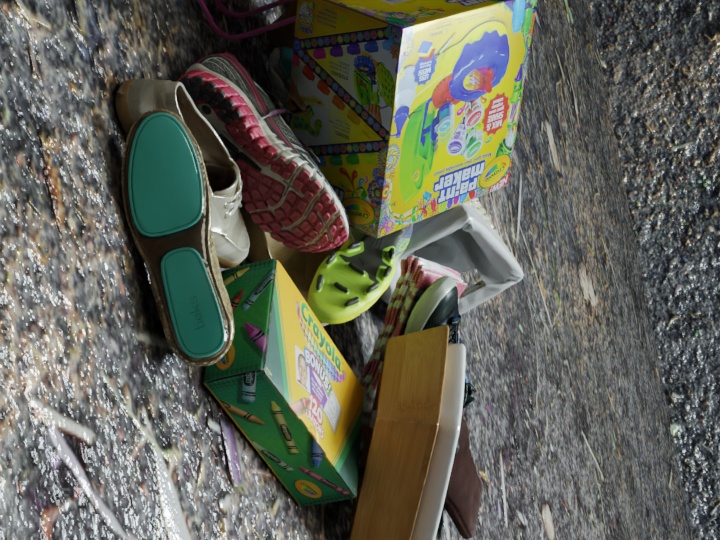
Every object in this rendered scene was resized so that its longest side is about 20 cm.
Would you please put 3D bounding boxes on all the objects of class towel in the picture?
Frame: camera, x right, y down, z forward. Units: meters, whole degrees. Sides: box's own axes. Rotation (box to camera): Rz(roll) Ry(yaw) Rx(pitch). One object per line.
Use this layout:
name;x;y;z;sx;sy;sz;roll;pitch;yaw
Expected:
towel;0.040;0.086;1.611;0.201;0.030;0.146;-67;158;2

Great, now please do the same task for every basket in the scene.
basket;0.070;-0.040;1.715;0.200;0.135;0.124;41;22;-61

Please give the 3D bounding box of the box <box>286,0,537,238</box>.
box;0.043;-0.160;1.451;0.199;0.122;0.194;-24;129;-45

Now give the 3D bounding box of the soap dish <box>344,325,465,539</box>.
soap dish;0.041;0.171;1.490;0.158;0.081;0.201;-80;-179;-58

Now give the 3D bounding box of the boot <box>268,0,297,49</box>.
boot;0.011;-0.203;1.587;0.201;0.144;0.071;37;66;-21

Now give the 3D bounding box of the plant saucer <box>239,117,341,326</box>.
plant saucer;-0.070;-0.043;1.499;0.200;0.035;0.202;-12;90;-71

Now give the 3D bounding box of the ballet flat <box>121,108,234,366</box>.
ballet flat;-0.145;-0.024;1.255;0.065;0.070;0.202;155;-74;-81

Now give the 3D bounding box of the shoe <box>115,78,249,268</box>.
shoe;-0.132;-0.077;1.316;0.070;0.053;0.201;-84;153;-44

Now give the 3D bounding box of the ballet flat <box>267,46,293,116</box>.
ballet flat;-0.036;-0.129;1.592;0.200;0.072;0.072;47;29;-18

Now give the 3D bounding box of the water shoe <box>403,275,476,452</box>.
water shoe;0.083;0.099;1.575;0.071;0.079;0.201;-37;145;-51

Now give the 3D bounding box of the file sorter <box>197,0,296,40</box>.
file sorter;-0.089;-0.326;1.493;0.201;0.125;0.139;-79;149;-52

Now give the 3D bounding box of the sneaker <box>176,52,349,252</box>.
sneaker;-0.074;-0.103;1.379;0.200;0.080;0.075;52;37;-14

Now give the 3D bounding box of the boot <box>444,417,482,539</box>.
boot;0.094;0.226;1.735;0.200;0.072;0.167;-77;146;-59

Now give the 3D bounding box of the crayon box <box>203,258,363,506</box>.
crayon box;-0.062;0.100;1.392;0.200;0.058;0.119;58;27;-44

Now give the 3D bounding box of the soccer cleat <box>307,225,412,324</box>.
soccer cleat;0.001;0.000;1.527;0.200;0.064;0.084;-58;173;-50
